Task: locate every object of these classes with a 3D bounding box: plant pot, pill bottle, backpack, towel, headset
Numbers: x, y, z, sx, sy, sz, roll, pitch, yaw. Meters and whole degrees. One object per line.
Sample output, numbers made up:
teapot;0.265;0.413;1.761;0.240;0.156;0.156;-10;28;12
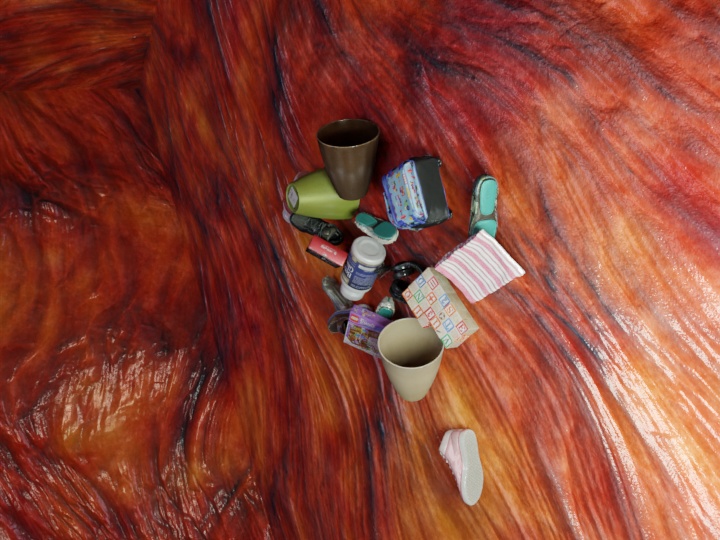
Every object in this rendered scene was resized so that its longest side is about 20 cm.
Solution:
plant pot;-0.030;-0.320;1.696;0.187;0.185;0.202;41;147;43
plant pot;0.145;0.275;1.623;0.187;0.185;0.202;42;148;42
pill bottle;0.000;0.000;1.792;0.112;0.110;0.201;55;141;31
plant pot;-0.135;-0.246;1.836;0.186;0.198;0.190;26;122;51
backpack;0.129;-0.193;1.508;0.199;0.133;0.186;-15;87;60
towel;0.282;-0.004;1.365;0.146;0.030;0.200;42;145;-5
headset;0.127;0.024;1.663;0.198;0.093;0.126;18;112;37
pill bottle;-0.212;-0.254;2.035;0.113;0.111;0.200;64;145;19

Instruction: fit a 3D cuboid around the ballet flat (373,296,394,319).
ballet flat;0.064;0.158;1.792;0.072;0.071;0.201;56;140;29

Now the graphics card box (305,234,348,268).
graphics card box;-0.112;-0.059;1.836;0.051;0.124;0.200;-62;5;-6

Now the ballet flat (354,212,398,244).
ballet flat;0.057;-0.120;1.723;0.200;0.071;0.073;38;131;48

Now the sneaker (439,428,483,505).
sneaker;0.277;0.539;1.579;0.104;0.074;0.204;-10;85;53

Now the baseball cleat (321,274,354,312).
baseball cleat;-0.085;0.113;2.004;0.201;0.069;0.108;52;139;36

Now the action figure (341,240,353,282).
action figure;-0.033;-0.001;1.903;0.066;0.051;0.202;54;146;40

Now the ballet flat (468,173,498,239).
ballet flat;0.290;-0.134;1.351;0.074;0.073;0.203;35;130;46

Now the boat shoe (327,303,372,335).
boat shoe;-0.046;0.175;1.900;0.072;0.073;0.199;41;133;-22

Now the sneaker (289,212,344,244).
sneaker;-0.142;-0.144;1.883;0.077;0.197;0.114;-62;7;-3

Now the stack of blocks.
stack of blocks;0.210;0.106;1.515;0.115;0.058;0.201;-47;61;30

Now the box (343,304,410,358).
box;0.052;0.202;1.744;0.197;0.039;0.138;23;131;11
